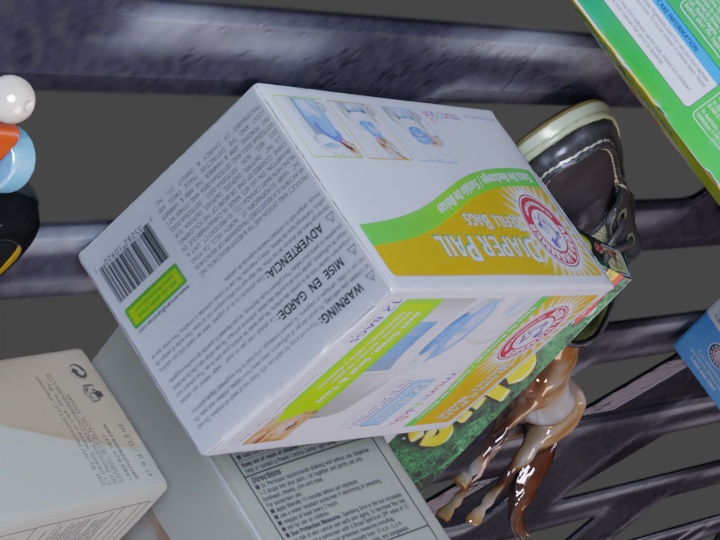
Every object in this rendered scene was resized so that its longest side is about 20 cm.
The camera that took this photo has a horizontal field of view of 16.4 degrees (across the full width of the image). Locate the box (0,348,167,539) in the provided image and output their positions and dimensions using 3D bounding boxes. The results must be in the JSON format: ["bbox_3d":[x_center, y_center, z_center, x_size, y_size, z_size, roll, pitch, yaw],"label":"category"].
[{"bbox_3d":[-0.184,0.096,1.000,0.095,0.078,0.200,-44,159,29],"label":"box"}]

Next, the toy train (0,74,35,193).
[{"bbox_3d":[-0.194,-0.020,0.737,0.150,0.056,0.200,-44,162,25],"label":"toy train"}]

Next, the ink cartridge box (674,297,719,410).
[{"bbox_3d":[0.330,0.027,1.627,0.125,0.129,0.200,-16,153,-44],"label":"ink cartridge box"}]

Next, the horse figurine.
[{"bbox_3d":[0.096,0.087,1.484,0.133,0.050,0.200,-47,157,-17],"label":"horse figurine"}]

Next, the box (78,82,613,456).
[{"bbox_3d":[0.000,0.000,1.034,0.112,0.101,0.200,-42,160,23],"label":"box"}]

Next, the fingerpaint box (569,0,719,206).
[{"bbox_3d":[0.176,-0.054,1.040,0.073,0.200,0.167,-37,161,6],"label":"fingerpaint box"}]

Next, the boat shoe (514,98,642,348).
[{"bbox_3d":[0.108,-0.020,1.227,0.073,0.065,0.200,-30,160,-5],"label":"boat shoe"}]

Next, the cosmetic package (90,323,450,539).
[{"bbox_3d":[-0.037,0.114,1.102,0.103,0.200,0.087,-13,154,-44],"label":"cosmetic package"}]

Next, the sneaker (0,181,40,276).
[{"bbox_3d":[-0.181,0.049,0.865,0.200,0.090,0.070,-35,162,4],"label":"sneaker"}]

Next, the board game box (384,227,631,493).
[{"bbox_3d":[0.027,0.044,1.195,0.105,0.023,0.200,25,121,-31],"label":"board game box"}]
